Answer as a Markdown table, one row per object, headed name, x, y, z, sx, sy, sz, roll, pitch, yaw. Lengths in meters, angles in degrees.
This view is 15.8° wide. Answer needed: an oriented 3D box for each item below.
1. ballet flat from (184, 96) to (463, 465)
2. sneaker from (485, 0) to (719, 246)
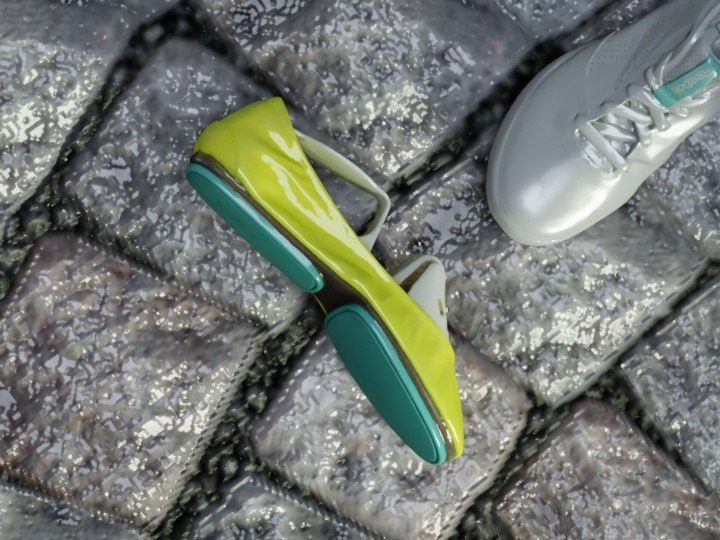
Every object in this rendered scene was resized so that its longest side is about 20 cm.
| name | x | y | z | sx | sy | sz | roll | pitch | yaw |
| --- | --- | --- | --- | --- | --- | --- | --- | --- | --- |
| ballet flat | 0.000 | 0.000 | 1.245 | 0.067 | 0.067 | 0.200 | -43 | 99 | -19 |
| sneaker | 0.144 | -0.089 | 1.253 | 0.200 | 0.088 | 0.075 | -42 | 101 | -6 |
